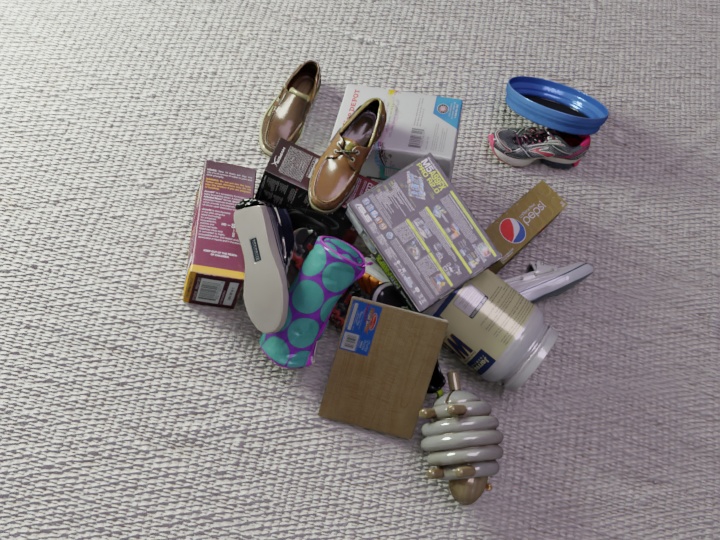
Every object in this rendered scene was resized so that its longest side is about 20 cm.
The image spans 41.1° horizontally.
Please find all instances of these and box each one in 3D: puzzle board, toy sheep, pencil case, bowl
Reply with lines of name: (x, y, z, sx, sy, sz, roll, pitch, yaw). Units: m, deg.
puzzle board: (0.033, 0.148, 1.451, 0.150, 0.201, 0.017, 15, 16, -4)
toy sheep: (0.152, 0.252, 1.451, 0.137, 0.138, 0.201, 1, 80, -18)
pencil case: (-0.069, 0.050, 1.445, 0.092, 0.085, 0.200, 32, 103, 11)
bowl: (0.369, -0.312, 1.822, 0.200, 0.039, 0.201, 13, 29, -7)

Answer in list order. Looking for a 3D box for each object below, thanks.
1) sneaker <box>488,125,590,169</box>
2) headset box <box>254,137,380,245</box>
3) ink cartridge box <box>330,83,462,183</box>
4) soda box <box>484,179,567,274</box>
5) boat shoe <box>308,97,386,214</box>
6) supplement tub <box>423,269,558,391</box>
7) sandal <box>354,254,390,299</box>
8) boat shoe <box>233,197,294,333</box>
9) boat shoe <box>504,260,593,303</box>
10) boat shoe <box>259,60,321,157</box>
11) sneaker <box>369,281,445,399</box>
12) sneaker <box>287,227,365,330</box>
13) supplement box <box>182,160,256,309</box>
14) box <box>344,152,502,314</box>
sneaker: (0.335, -0.245, 1.806, 0.199, 0.075, 0.081, 0, 63, -17)
headset box: (-0.067, -0.109, 1.558, 0.199, 0.149, 0.077, 23, 60, -4)
ink cartridge box: (0.059, -0.202, 1.613, 0.199, 0.146, 0.147, 10, 53, 6)
soda box: (0.277, -0.074, 1.703, 0.068, 0.064, 0.200, 45, 59, 8)
boat shoe: (-0.023, -0.182, 1.471, 0.072, 0.068, 0.200, 25, 69, 2)
supplement tub: (0.202, 0.086, 1.547, 0.200, 0.145, 0.145, 38, 58, 4)
sandal: (0.001, -0.004, 1.567, 0.206, 0.079, 0.059, 34, 61, 3)
boat shoe: (-0.127, -0.008, 1.431, 0.093, 0.074, 0.201, 1, 80, -62)
boat shoe: (0.313, 0.014, 1.662, 0.199, 0.074, 0.067, -21, 74, -26)
boat shoe: (-0.122, -0.290, 1.678, 0.074, 0.075, 0.203, 22, 59, -6)
sneaker: (0.084, 0.106, 1.491, 0.072, 0.083, 0.201, -33, 108, -28)
sneaker: (-0.066, 0.028, 1.535, 0.201, 0.098, 0.071, 53, 42, -14)
supplement box: (-0.220, -0.056, 1.502, 0.085, 0.110, 0.201, 9, 61, -13)
box: (0.095, -0.056, 1.468, 0.160, 0.044, 0.200, -33, 85, -14)
